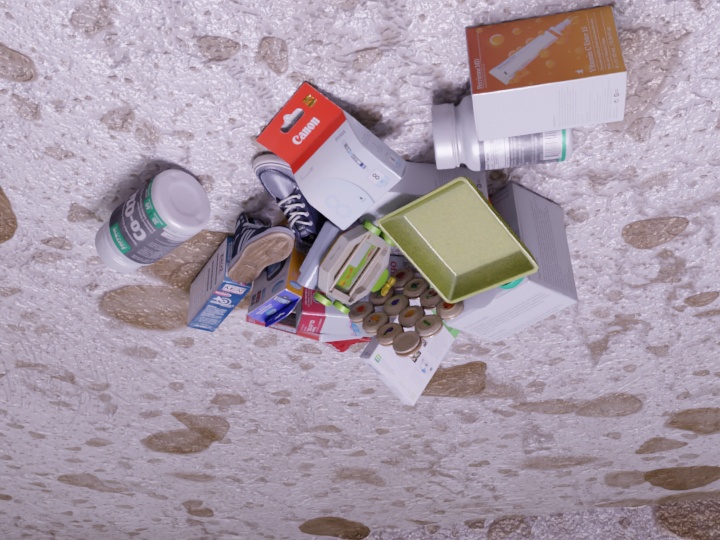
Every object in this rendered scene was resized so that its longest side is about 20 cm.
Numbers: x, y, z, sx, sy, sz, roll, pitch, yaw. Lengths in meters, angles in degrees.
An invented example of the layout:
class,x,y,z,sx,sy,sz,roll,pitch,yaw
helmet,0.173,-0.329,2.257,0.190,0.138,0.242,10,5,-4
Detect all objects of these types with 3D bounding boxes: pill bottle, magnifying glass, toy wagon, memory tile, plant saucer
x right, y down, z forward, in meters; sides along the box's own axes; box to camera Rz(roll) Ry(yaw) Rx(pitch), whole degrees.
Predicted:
class,x,y,z,sx,sy,sz,roll,pitch,yaw
pill bottle,0.207,-0.208,1.276,0.198,0.114,0.113,-5,148,7
magnifying glass,0.228,-0.055,1.439,0.022,0.201,0.080,19,132,-37
toy wagon,0.000,0.000,1.479,0.156,0.039,0.200,-55,152,3
memory tile,0.076,0.069,1.515,0.153,0.200,0.017,-38,125,-15
pill bottle,-0.354,-0.077,1.458,0.113,0.114,0.199,27,138,-37
plant saucer,0.159,-0.055,1.382,0.199,0.048,0.200,-24,116,45

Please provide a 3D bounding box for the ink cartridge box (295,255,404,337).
class,x,y,z,sx,sy,sz,roll,pitch,yaw
ink cartridge box,-0.019,0.045,1.647,0.198,0.147,0.083,6,148,-11

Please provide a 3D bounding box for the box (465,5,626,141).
class,x,y,z,sx,sy,sz,roll,pitch,yaw
box,0.248,-0.266,1.172,0.198,0.125,0.098,-7,148,9

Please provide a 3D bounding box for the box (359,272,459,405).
class,x,y,z,sx,sy,sz,roll,pitch,yaw
box,0.100,0.126,1.592,0.036,0.200,0.144,5,143,53

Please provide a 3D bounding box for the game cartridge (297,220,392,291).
class,x,y,z,sx,sy,sz,roll,pitch,yaw
game cartridge,-0.021,-0.022,1.503,0.134,0.041,0.200,-57,151,11

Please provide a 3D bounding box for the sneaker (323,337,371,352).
class,x,y,z,sx,sy,sz,roll,pitch,yaw
sneaker,-0.008,0.130,1.875,0.198,0.079,0.116,4,159,15

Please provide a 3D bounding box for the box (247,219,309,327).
class,x,y,z,sx,sy,sz,roll,pitch,yaw
box,-0.141,0.000,1.520,0.041,0.201,0.119,31,137,-27

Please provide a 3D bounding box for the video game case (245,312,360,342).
class,x,y,z,sx,sy,sz,roll,pitch,yaw
video game case,-0.113,0.112,1.745,0.199,0.018,0.143,11,-174,34

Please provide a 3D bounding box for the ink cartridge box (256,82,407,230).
class,x,y,z,sx,sy,sz,roll,pitch,yaw
ink cartridge box,-0.051,-0.171,1.329,0.199,0.047,0.160,36,136,-15

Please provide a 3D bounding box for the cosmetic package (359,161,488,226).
class,x,y,z,sx,sy,sz,roll,pitch,yaw
cosmetic package,0.104,-0.123,1.450,0.198,0.072,0.102,5,148,-9

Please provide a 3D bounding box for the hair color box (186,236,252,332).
class,x,y,z,sx,sy,sz,roll,pitch,yaw
hair color box,-0.270,0.030,1.662,0.060,0.101,0.200,15,146,-25

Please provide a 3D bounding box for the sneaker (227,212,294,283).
class,x,y,z,sx,sy,sz,roll,pitch,yaw
sneaker,-0.171,-0.062,1.498,0.070,0.109,0.200,21,149,-25

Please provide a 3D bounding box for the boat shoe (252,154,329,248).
class,x,y,z,sx,sy,sz,roll,pitch,yaw
boat shoe,-0.105,-0.109,1.446,0.074,0.093,0.200,-22,143,31

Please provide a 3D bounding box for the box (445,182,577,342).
class,x,y,z,sx,sy,sz,roll,pitch,yaw
box,0.252,-0.009,1.518,0.130,0.201,0.199,20,143,-34
